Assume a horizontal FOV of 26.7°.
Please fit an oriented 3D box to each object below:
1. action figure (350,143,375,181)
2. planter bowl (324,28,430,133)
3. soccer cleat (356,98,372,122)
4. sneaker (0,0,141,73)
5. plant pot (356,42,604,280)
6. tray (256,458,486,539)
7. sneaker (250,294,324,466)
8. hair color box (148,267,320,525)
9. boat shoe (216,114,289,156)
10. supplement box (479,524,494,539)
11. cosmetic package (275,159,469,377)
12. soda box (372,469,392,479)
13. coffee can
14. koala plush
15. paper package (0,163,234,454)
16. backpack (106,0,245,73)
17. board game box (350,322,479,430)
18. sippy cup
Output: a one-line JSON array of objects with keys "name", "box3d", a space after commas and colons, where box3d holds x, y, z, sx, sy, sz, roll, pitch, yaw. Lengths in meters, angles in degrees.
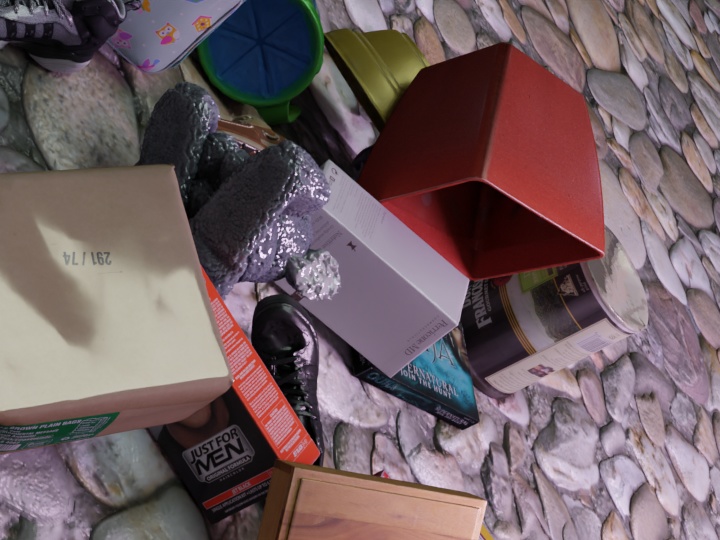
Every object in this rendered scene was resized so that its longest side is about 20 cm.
[{"name": "action figure", "box3d": [0.031, -0.044, 1.680, 0.130, 0.069, 0.201, 40, 29, -38]}, {"name": "planter bowl", "box3d": [0.041, -0.206, 1.701, 0.201, 0.083, 0.200, 57, 0, 0]}, {"name": "soccer cleat", "box3d": [0.051, -0.220, 1.899, 0.078, 0.069, 0.200, 57, 25, -13]}, {"name": "sneaker", "box3d": [-0.279, -0.237, 1.309, 0.199, 0.113, 0.076, 9, 57, -56]}, {"name": "plant pot", "box3d": [0.133, -0.118, 1.582, 0.199, 0.199, 0.178, 28, 64, -36]}, {"name": "tray", "box3d": [0.010, 0.222, 1.256, 0.198, 0.037, 0.100, 14, 88, -32]}, {"name": "sneaker", "box3d": [-0.059, 0.130, 1.345, 0.105, 0.059, 0.202, -99, -177, -58]}, {"name": "hair color box", "box3d": [-0.132, 0.101, 1.268, 0.201, 0.101, 0.061, 57, 29, -5]}, {"name": "boat shoe", "box3d": [-0.115, -0.116, 1.529, 0.200, 0.075, 0.074, 28, 36, -58]}, {"name": "supplement box", "box3d": [0.076, 0.337, 1.398, 0.131, 0.103, 0.200, 54, 28, -12]}, {"name": "cosmetic package", "box3d": [0.000, 0.000, 1.530, 0.200, 0.113, 0.081, 39, 35, -12]}, {"name": "soda box", "box3d": [-0.013, 0.267, 1.348, 0.064, 0.070, 0.200, 53, 30, -13]}, {"name": "coffee can", "box3d": [0.218, 0.046, 1.793, 0.146, 0.199, 0.147, 40, 34, -34]}, {"name": "koala plush", "box3d": [-0.110, -0.041, 1.381, 0.177, 0.185, 0.200, 32, 4, 24]}, {"name": "paper package", "box3d": [-0.217, 0.027, 1.118, 0.198, 0.103, 0.192, -5, 67, -35]}, {"name": "backpack", "box3d": [-0.204, -0.302, 1.432, 0.200, 0.175, 0.154, 42, 29, -24]}, {"name": "board game box", "box3d": [0.055, 0.084, 1.670, 0.199, 0.028, 0.136, 30, 42, -45]}, {"name": "sippy cup", "box3d": [-0.098, -0.259, 1.627, 0.139, 0.179, 0.131, 26, 23, -5]}]
